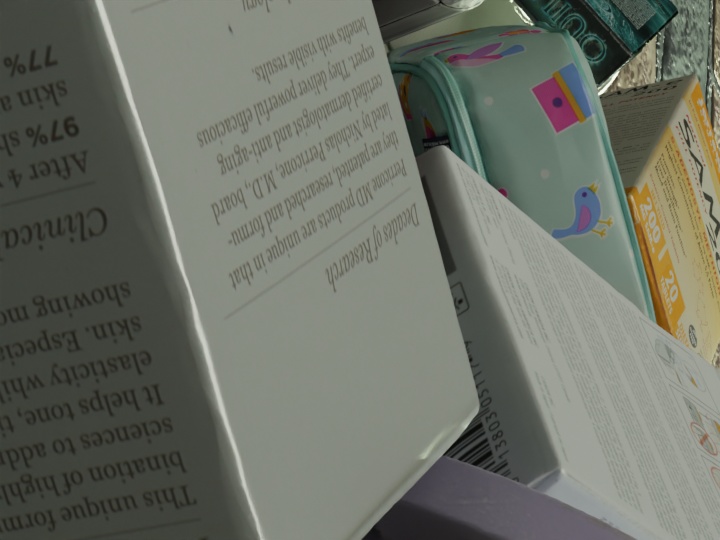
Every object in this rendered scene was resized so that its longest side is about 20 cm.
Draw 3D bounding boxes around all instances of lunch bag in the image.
[{"bbox_3d":[0.063,-0.023,0.990,0.200,0.077,0.161,-133,-150,-80],"label":"lunch bag"}]

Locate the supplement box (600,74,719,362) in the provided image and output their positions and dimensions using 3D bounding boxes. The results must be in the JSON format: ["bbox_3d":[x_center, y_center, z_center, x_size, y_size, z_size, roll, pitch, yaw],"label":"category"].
[{"bbox_3d":[0.157,-0.016,1.291,0.200,0.073,0.127,-54,129,-60],"label":"supplement box"}]

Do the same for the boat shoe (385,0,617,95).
[{"bbox_3d":[0.058,-0.125,1.135,0.199,0.074,0.060,0,36,-50],"label":"boat shoe"}]

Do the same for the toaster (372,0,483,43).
[{"bbox_3d":[0.002,-0.170,0.840,0.114,0.129,0.201,39,59,-35],"label":"toaster"}]

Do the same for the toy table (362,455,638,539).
[{"bbox_3d":[0.036,0.143,0.673,0.117,0.199,0.184,-55,150,-27],"label":"toy table"}]

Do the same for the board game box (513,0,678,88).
[{"bbox_3d":[0.070,-0.181,1.114,0.200,0.028,0.135,49,23,0],"label":"board game box"}]

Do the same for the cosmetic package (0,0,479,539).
[{"bbox_3d":[-0.090,-0.017,0.613,0.166,0.166,0.201,-38,115,-65],"label":"cosmetic package"}]

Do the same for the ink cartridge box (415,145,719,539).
[{"bbox_3d":[0.091,0.065,0.823,0.200,0.057,0.163,41,22,-40],"label":"ink cartridge box"}]
